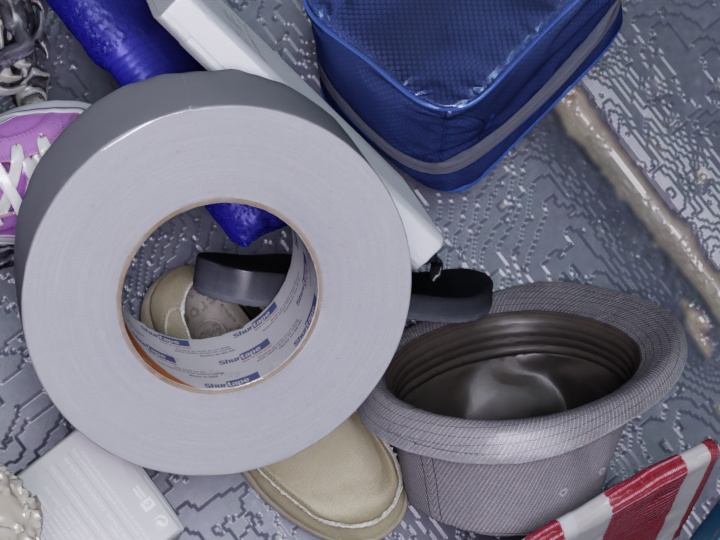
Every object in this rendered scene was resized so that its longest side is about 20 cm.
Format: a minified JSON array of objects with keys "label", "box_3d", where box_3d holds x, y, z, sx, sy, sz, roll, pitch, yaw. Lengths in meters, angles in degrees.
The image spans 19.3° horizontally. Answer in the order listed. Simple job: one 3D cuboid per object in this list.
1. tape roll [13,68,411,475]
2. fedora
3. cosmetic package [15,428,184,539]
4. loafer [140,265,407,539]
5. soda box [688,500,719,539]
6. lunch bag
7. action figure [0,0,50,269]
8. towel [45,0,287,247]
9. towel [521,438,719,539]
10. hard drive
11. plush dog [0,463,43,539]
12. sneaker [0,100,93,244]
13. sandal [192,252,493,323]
[{"label":"tape roll","box_3d":[-0.077,0.002,1.081,0.199,0.066,0.202,-5,113,-13]},{"label":"fedora","box_3d":[0.092,0.087,1.202,0.200,0.176,0.091,-31,124,-47]},{"label":"cosmetic package","box_3d":[-0.197,0.174,1.142,0.199,0.107,0.090,-35,85,-16]},{"label":"loafer","box_3d":[-0.050,0.077,1.205,0.200,0.068,0.076,45,76,1]},{"label":"soda box","box_3d":[0.197,0.212,1.226,0.068,0.064,0.200,41,76,-1]},{"label":"lunch bag","box_3d":[0.068,-0.157,1.242,0.136,0.132,0.200,42,76,16]},{"label":"action figure","box_3d":[-0.217,-0.103,1.190,0.101,0.119,0.202,-15,88,-17]},{"label":"towel","box_3d":[-0.103,-0.102,1.204,0.049,0.148,0.200,-39,86,19]},{"label":"towel","box_3d":[0.102,0.163,1.179,0.199,0.144,0.023,-26,68,-14]},{"label":"hard drive","box_3d":[-0.041,-0.093,1.172,0.026,0.132,0.200,-44,111,6]},{"label":"plush dog","box_3d":[-0.207,0.178,1.033,0.199,0.160,0.173,-18,95,16]},{"label":"sneaker","box_3d":[-0.209,-0.035,1.090,0.199,0.114,0.073,-9,104,1]},{"label":"sandal","box_3d":[0.000,0.000,1.192,0.199,0.076,0.043,4,99,-39]}]
